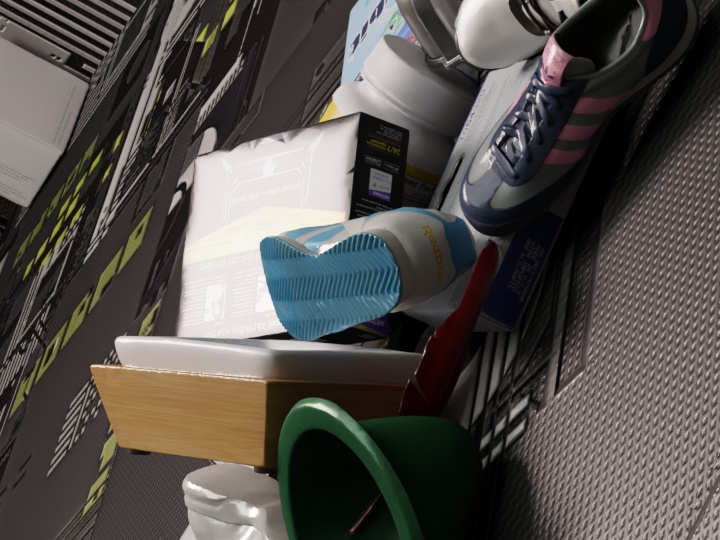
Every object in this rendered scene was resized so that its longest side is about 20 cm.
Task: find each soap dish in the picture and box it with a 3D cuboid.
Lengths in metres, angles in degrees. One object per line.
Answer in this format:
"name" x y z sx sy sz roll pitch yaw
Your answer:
"soap dish" -0.062 0.088 1.505 0.199 0.157 0.082 1 88 50

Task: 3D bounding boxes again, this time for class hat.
"hat" 0.061 0.124 1.385 0.165 0.175 0.201 33 134 47

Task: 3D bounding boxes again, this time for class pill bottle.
"pill bottle" 0.006 -0.074 1.750 0.201 0.114 0.114 -58 16 16

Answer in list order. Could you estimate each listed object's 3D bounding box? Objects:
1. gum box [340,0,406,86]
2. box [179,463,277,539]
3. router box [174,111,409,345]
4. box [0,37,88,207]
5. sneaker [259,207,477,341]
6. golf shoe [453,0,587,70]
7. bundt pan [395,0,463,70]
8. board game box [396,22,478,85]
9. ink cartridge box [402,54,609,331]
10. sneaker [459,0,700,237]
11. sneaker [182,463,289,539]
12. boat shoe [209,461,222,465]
"gum box" 0.044 -0.237 2.039 0.170 0.044 0.200 -53 17 31
"box" -0.066 0.170 1.671 0.201 0.060 0.117 -58 16 14
"router box" -0.054 -0.020 1.667 0.199 0.052 0.158 -10 69 48
"box" -0.622 -0.266 4.016 0.171 0.199 0.200 -51 18 42
"sneaker" 0.000 0.000 1.513 0.200 0.080 0.077 -3 104 58
"golf shoe" 0.132 -0.190 1.504 0.200 0.078 0.095 -36 15 32
"bundt pan" 0.102 -0.247 1.690 0.202 0.076 0.202 -37 22 17
"board game box" 0.030 -0.133 1.904 0.200 0.045 0.135 -52 18 33
"ink cartridge box" 0.098 -0.053 1.545 0.197 0.043 0.200 -66 13 -7
"sneaker" 0.121 -0.110 1.407 0.200 0.082 0.070 -51 58 10
"sneaker" -0.050 0.200 1.539 0.200 0.075 0.089 22 118 53
"boat shoe" -0.108 0.128 1.887 0.200 0.075 0.061 -113 14 -60
